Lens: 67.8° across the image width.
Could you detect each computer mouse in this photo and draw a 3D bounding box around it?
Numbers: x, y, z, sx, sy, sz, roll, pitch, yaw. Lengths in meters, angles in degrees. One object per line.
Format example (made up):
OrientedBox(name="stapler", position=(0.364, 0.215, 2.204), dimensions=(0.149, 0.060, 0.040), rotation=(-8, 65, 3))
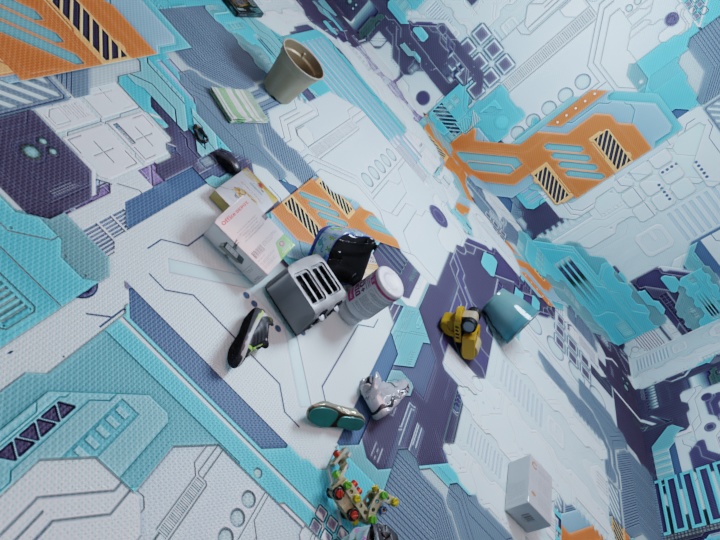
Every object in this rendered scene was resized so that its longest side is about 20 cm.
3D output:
OrientedBox(name="computer mouse", position=(-0.441, -0.380, 1.655), dimensions=(0.200, 0.034, 0.059), rotation=(46, 35, -7))

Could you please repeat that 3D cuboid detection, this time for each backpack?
OrientedBox(name="backpack", position=(-0.074, -0.053, 1.678), dimensions=(0.147, 0.184, 0.199), rotation=(29, 12, 34))
OrientedBox(name="backpack", position=(0.021, 0.666, 1.178), dimensions=(0.167, 0.126, 0.201), rotation=(44, 31, -35))

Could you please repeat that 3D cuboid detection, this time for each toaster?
OrientedBox(name="toaster", position=(-0.156, 0.060, 1.528), dimensions=(0.201, 0.118, 0.181), rotation=(56, 32, 5))

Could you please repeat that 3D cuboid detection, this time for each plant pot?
OrientedBox(name="plant pot", position=(0.657, 0.188, 2.382), dimensions=(0.188, 0.200, 0.200), rotation=(47, 30, 18))
OrientedBox(name="plant pot", position=(-0.273, -0.760, 2.089), dimensions=(0.200, 0.183, 0.201), rotation=(32, 38, -29))

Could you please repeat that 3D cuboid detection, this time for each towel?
OrientedBox(name="towel", position=(-0.423, -0.581, 1.881), dimensions=(0.153, 0.023, 0.200), rotation=(56, 33, 6))

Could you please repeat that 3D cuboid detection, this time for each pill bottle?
OrientedBox(name="pill bottle", position=(0.027, 0.083, 1.661), dimensions=(0.113, 0.200, 0.114), rotation=(32, 38, -29))

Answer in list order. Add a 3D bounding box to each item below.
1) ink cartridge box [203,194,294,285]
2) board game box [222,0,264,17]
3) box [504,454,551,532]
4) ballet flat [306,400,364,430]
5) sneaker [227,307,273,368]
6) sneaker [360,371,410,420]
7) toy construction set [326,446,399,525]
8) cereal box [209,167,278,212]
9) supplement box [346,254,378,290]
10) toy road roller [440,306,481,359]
OrientedBox(name="ink cartridge box", position=(-0.304, -0.085, 1.478), dimensions=(0.200, 0.084, 0.146), rotation=(46, 49, -11))
OrientedBox(name="board game box", position=(-0.512, -1.145, 2.292), dimensions=(0.136, 0.028, 0.200), rotation=(51, 32, -4))
OrientedBox(name="box", position=(0.572, 0.754, 1.816), dimensions=(0.124, 0.097, 0.200), rotation=(46, 34, -10))
OrientedBox(name="ballet flat", position=(-0.073, 0.377, 1.405), dimensions=(0.199, 0.068, 0.062), rotation=(29, 11, -38))
OrientedBox(name="sneaker", position=(-0.261, 0.172, 1.333), dimensions=(0.083, 0.072, 0.201), rotation=(41, 34, -20))
OrientedBox(name="sneaker", position=(0.072, 0.345, 1.587), dimensions=(0.115, 0.075, 0.200), rotation=(57, 36, 1))
OrientedBox(name="toy construction set", position=(-0.009, 0.529, 1.297), dimensions=(0.131, 0.092, 0.200), rotation=(-37, 82, -33))
OrientedBox(name="cereal box", position=(-0.348, -0.218, 1.618), dimensions=(0.144, 0.039, 0.200), rotation=(46, 33, -11))
OrientedBox(name="supplement box", position=(0.000, 0.000, 1.823), dimensions=(0.126, 0.073, 0.201), rotation=(5, 55, -50))
OrientedBox(name="toy road roller", position=(0.390, 0.235, 2.082), dimensions=(0.123, 0.145, 0.201), rotation=(-46, 135, -58))
